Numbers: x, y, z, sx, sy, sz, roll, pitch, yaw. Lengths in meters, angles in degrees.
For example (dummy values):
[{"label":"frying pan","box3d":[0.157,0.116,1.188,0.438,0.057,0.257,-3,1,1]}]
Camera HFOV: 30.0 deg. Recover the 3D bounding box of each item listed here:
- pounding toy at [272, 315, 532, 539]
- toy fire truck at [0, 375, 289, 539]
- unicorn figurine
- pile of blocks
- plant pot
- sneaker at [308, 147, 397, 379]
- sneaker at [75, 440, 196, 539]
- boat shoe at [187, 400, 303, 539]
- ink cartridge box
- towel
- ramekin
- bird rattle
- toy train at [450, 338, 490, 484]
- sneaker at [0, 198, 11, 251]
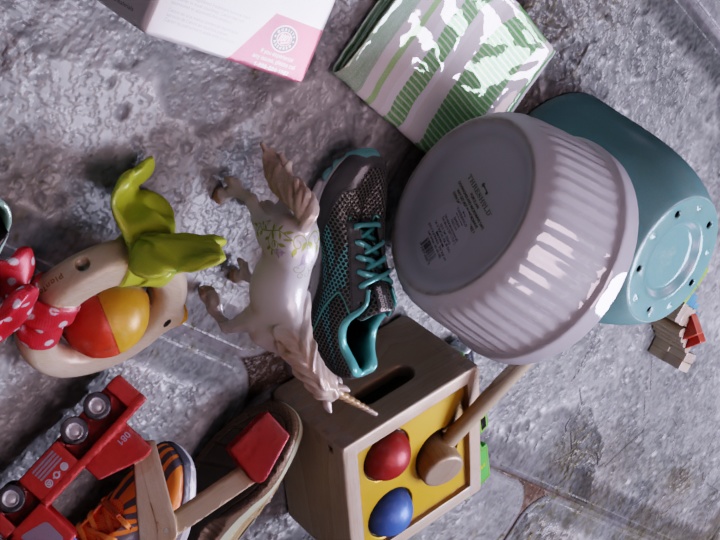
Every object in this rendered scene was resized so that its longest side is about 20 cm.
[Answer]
[{"label":"pounding toy","box3d":[0.047,0.144,1.201,0.199,0.142,0.185,-28,133,-28]},{"label":"toy fire truck","box3d":[-0.166,0.156,1.009,0.141,0.049,0.200,43,79,-4]},{"label":"unicorn figurine","box3d":[-0.061,0.017,1.016,0.074,0.137,0.201,-27,132,-30]},{"label":"pile of blocks","box3d":[0.366,0.039,1.506,0.082,0.062,0.200,-39,137,-19]},{"label":"plant pot","box3d":[0.229,-0.042,1.245,0.200,0.161,0.201,-24,131,-31]},{"label":"sneaker","box3d":[0.000,0.000,1.101,0.077,0.091,0.201,-12,123,-40]},{"label":"sneaker","box3d":[-0.212,0.219,1.048,0.112,0.077,0.201,23,98,-50]},{"label":"boat shoe","box3d":[-0.113,0.197,1.149,0.200,0.072,0.076,-50,153,5]},{"label":"ink cartridge box","box3d":[-0.072,-0.244,0.878,0.145,0.085,0.201,11,109,-47]},{"label":"towel","box3d":[0.077,-0.176,1.114,0.153,0.023,0.200,-55,140,0]},{"label":"ramekin","box3d":[0.116,-0.033,1.095,0.105,0.200,0.201,27,96,-37]},{"label":"bird rattle","box3d":[-0.186,0.026,0.937,0.200,0.113,0.163,-36,152,-17]},{"label":"toy train","box3d":[0.100,0.148,1.337,0.056,0.042,0.201,-40,138,-33]},{"label":"sneaker","box3d":[-0.297,0.006,0.795,0.200,0.118,0.074,-47,140,-9]}]
